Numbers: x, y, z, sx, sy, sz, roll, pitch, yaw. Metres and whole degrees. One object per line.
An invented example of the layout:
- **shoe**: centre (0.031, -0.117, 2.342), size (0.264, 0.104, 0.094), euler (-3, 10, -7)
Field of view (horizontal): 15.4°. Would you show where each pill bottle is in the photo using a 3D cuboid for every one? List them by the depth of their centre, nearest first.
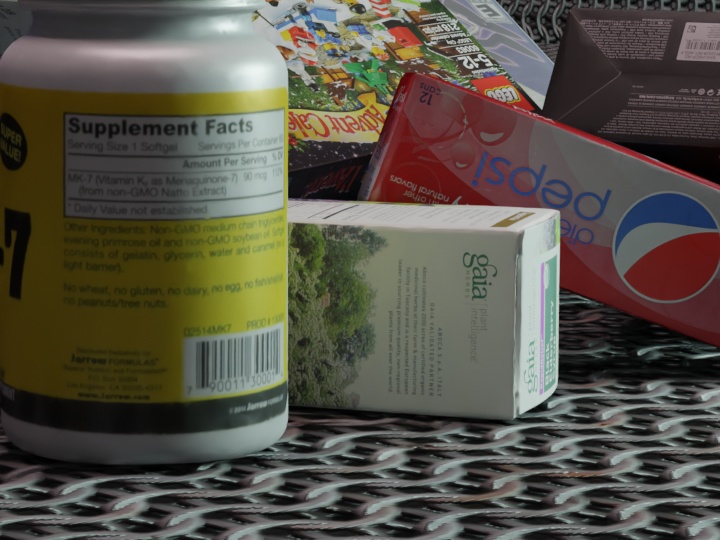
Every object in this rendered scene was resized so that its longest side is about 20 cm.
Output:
- **pill bottle**: centre (-0.083, -0.034, 1.023), size (0.114, 0.201, 0.114), euler (1, 8, 0)

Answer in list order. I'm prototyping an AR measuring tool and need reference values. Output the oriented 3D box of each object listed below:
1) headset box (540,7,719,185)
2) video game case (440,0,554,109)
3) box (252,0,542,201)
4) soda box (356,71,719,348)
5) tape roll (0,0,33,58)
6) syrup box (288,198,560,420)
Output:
- **headset box**: centre (0.191, -0.043, 1.302), size (0.148, 0.075, 0.200), euler (5, -25, 27)
- **video game case**: centre (0.026, -0.096, 1.389), size (0.199, 0.023, 0.182), euler (-2, 38, -34)
- **box**: centre (-0.023, -0.092, 1.279), size (0.200, 0.038, 0.137), euler (-15, 54, -45)
- **soda box**: centre (0.102, -0.024, 1.200), size (0.199, 0.070, 0.063), euler (20, 3, -5)
- **tape roll**: centre (-0.175, -0.047, 1.113), size (0.065, 0.201, 0.200), euler (5, 9, 27)
- **syrup box**: centre (-0.018, 0.013, 1.134), size (0.199, 0.079, 0.081), euler (2, 8, 15)
